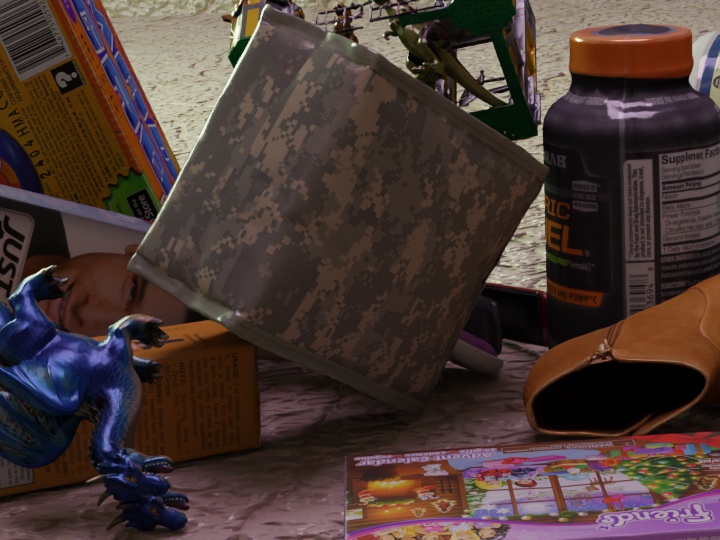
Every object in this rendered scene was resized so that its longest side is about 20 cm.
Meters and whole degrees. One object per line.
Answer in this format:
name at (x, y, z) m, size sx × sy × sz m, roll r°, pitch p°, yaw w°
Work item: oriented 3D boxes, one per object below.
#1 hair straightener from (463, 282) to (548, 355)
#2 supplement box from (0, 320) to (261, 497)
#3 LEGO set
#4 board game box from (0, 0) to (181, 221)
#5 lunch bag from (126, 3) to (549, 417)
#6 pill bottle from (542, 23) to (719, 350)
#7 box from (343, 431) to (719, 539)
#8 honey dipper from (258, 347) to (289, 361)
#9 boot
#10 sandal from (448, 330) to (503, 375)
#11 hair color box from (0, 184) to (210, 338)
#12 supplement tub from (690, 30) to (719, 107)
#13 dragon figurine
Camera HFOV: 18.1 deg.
hair straightener at (0.045, 0.022, 1.433) m, size 0.076 × 0.041 × 0.200 m, roll -9°, pitch 14°, yaw -23°
supplement box at (-0.155, 0.076, 1.209) m, size 0.198 × 0.070 × 0.066 m, roll -11°, pitch 16°, yaw -21°
LEGO set at (0.020, -0.147, 1.314) m, size 0.198 × 0.154 × 0.117 m, roll -16°, pitch 46°, yaw 21°
board game box at (-0.241, -0.078, 1.470) m, size 0.198 × 0.201 × 0.200 m, roll -25°, pitch 12°, yaw 3°
lunch bag at (0.001, -0.024, 1.220) m, size 0.117 × 0.165 × 0.199 m, roll 28°, pitch -1°, yaw 45°
pill bottle at (0.158, -0.040, 1.303) m, size 0.105 × 0.202 × 0.106 m, roll -2°, pitch 12°, yaw 1°
box at (0.091, 0.114, 1.021) m, size 0.198 × 0.040 × 0.137 m, roll -4°, pitch 14°, yaw 0°
honey dipper at (-0.069, 0.049, 1.376) m, size 0.198 × 0.038 × 0.038 m, roll 4°, pitch 14°, yaw 17°
boot at (0.183, 0.047, 1.189) m, size 0.199 × 0.071 × 0.144 m, roll -17°, pitch 4°, yaw 5°
sandal at (-0.001, 0.000, 1.334) m, size 0.201 × 0.050 × 0.082 m, roll 28°, pitch 1°, yaw 6°
hair color box at (-0.175, 0.011, 1.275) m, size 0.198 × 0.100 × 0.061 m, roll 14°, pitch 5°, yaw -23°
supplement tub at (0.342, -0.104, 1.654) m, size 0.198 × 0.147 × 0.145 m, roll 2°, pitch 14°, yaw 26°
dragon figurine at (-0.161, 0.056, 1.124) m, size 0.199 × 0.059 × 0.100 m, roll 26°, pitch 48°, yaw 9°
